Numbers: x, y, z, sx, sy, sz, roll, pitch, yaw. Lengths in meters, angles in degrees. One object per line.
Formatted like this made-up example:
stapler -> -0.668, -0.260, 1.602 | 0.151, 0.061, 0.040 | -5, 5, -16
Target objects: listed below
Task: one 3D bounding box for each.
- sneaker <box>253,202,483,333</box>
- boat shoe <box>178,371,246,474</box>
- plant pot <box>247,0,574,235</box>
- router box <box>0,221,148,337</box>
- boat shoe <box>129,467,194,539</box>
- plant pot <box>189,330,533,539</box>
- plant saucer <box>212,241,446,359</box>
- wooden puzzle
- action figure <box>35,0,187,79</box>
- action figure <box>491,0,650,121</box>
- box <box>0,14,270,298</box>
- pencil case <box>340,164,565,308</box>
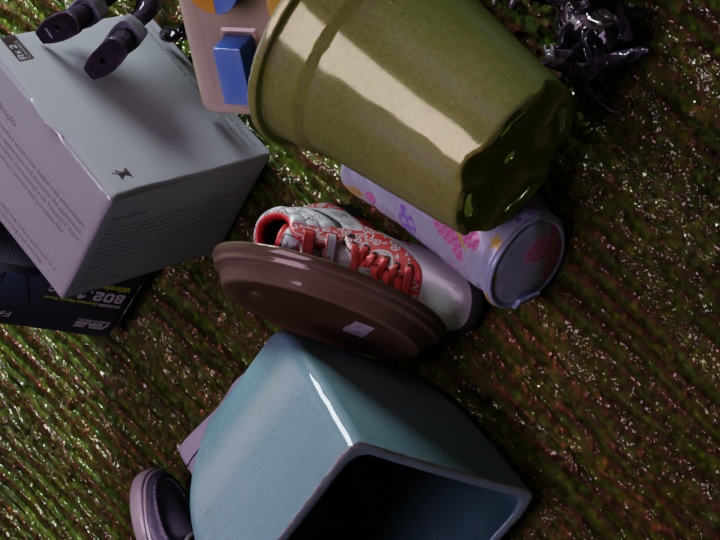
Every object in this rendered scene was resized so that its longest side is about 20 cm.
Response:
sneaker -> -0.001, 0.001, 1.602 | 0.201, 0.108, 0.068 | 31, 114, 40
boat shoe -> -0.091, 0.139, 1.738 | 0.066, 0.073, 0.200 | 61, 140, 18
plant pot -> 0.050, -0.128, 1.447 | 0.184, 0.200, 0.201 | 40, 120, 25
router box -> -0.296, -0.019, 1.835 | 0.150, 0.199, 0.062 | -55, 41, 33
boat shoe -> -0.139, 0.266, 1.794 | 0.093, 0.075, 0.201 | -28, 80, 36
plant pot -> -0.022, 0.161, 1.567 | 0.196, 0.196, 0.200 | -53, 42, 21
plant saucer -> -0.029, 0.028, 1.573 | 0.199, 0.200, 0.030 | 4, 70, 45
wooden puzzle -> -0.076, -0.204, 1.628 | 0.199, 0.046, 0.186 | 8, 127, 29
action figure -> -0.195, -0.250, 1.740 | 0.130, 0.200, 0.069 | 47, 137, -6
action figure -> 0.151, -0.211, 1.440 | 0.119, 0.102, 0.201 | -2, 90, 59
box -> -0.226, -0.107, 1.740 | 0.199, 0.200, 0.131 | 49, 130, 20
pencil case -> 0.070, -0.051, 1.545 | 0.200, 0.083, 0.091 | 38, 125, 38
